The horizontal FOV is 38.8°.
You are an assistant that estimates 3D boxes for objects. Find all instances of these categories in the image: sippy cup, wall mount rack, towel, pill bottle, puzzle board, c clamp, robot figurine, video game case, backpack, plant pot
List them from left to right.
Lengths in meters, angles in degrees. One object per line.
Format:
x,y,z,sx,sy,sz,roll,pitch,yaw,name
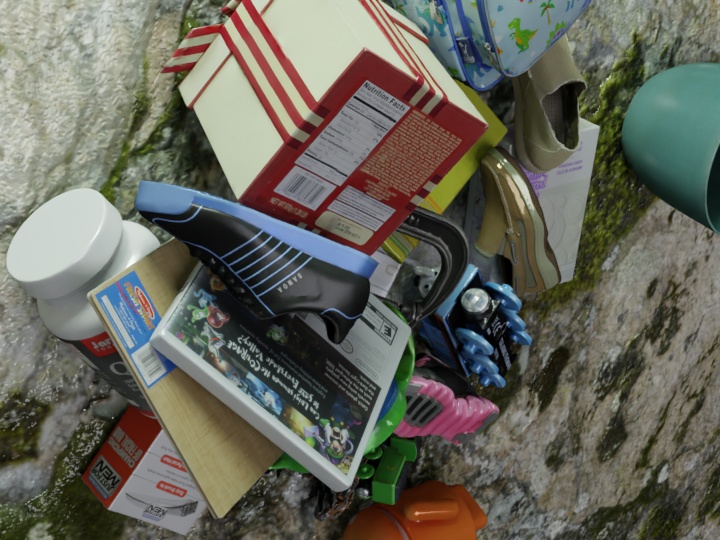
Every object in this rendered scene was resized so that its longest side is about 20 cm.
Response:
-0.198,0.031,0.867,0.116,0.116,0.200,-46,135,-11,pill bottle
-0.122,0.073,0.822,0.151,0.017,0.200,-42,108,-51,puzzle board
-0.057,0.054,0.851,0.200,0.023,0.182,42,44,-17,video game case
-0.043,0.095,0.953,0.178,0.139,0.131,-51,122,-48,sippy cup
-0.028,0.017,1.043,0.173,0.075,0.200,24,97,-13,wall mount rack
0.000,0.000,0.994,0.200,0.027,0.171,15,109,-12,c clamp
0.061,0.330,1.263,0.200,0.144,0.117,-15,90,-34,robot figurine
0.068,-0.105,1.037,0.086,0.018,0.200,47,66,-17,towel
0.116,-0.289,0.935,0.183,0.147,0.200,-45,131,-16,backpack
0.423,-0.164,1.259,0.200,0.161,0.201,-20,126,-31,plant pot

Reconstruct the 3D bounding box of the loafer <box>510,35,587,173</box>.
0.199,-0.204,1.074,0.076,0.068,0.201,-11,97,-37,loafer

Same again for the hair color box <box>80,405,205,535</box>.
-0.165,0.148,1.000,0.200,0.064,0.111,-56,137,-3,hair color box

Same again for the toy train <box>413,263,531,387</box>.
0.119,0.060,1.131,0.087,0.114,0.200,-56,154,-13,toy train

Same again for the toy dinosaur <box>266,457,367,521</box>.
-0.032,0.194,1.143,0.136,0.102,0.201,-18,107,-51,toy dinosaur

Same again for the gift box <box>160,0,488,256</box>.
-0.043,-0.139,0.861,0.200,0.187,0.184,-43,139,18,gift box

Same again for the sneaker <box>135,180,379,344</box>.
-0.085,-0.006,0.793,0.200,0.070,0.078,21,88,-14,sneaker

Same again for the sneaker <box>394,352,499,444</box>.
0.071,0.128,1.109,0.079,0.095,0.200,-39,147,15,sneaker

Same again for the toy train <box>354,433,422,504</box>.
0.043,0.182,1.139,0.200,0.056,0.042,-60,154,-53,toy train

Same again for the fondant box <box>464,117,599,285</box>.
0.193,-0.072,1.188,0.144,0.058,0.200,-15,121,-34,fondant box

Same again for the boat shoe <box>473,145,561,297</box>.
0.157,-0.040,1.096,0.076,0.072,0.200,-27,127,0,boat shoe
